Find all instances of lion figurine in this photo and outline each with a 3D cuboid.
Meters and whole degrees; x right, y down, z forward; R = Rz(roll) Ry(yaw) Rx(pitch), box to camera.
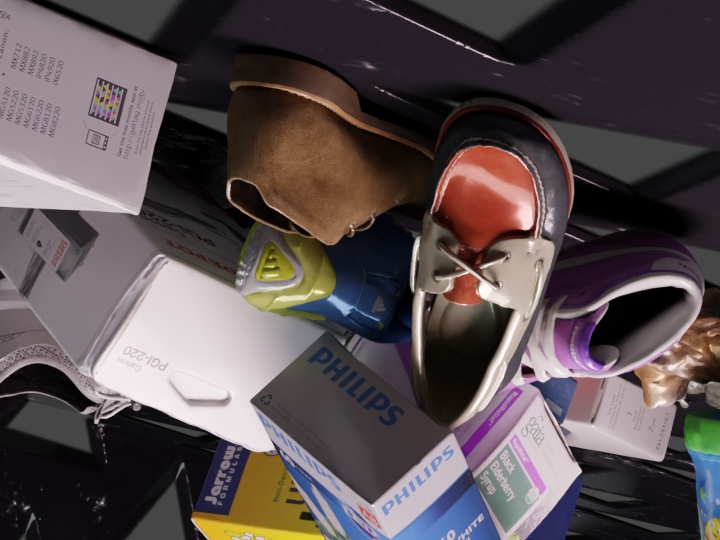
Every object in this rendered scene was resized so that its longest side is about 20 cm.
[{"bbox_3d":[0.244,0.045,1.692,0.122,0.073,0.200,17,166,-31],"label":"lion figurine"}]

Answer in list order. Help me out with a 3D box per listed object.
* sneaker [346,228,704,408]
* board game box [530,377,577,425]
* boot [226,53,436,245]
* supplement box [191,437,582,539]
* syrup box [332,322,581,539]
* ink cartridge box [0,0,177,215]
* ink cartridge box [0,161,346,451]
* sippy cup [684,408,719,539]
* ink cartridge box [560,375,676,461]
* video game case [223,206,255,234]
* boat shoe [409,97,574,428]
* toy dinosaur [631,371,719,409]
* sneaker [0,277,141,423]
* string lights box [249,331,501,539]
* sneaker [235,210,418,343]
[{"bbox_3d":[0.083,0.033,1.561,0.200,0.073,0.114,-23,-167,5],"label":"sneaker"},{"bbox_3d":[0.020,0.043,1.879,0.200,0.034,0.135,36,149,-24],"label":"board game box"},{"bbox_3d":[-0.012,-0.045,1.486,0.074,0.076,0.200,6,171,30],"label":"boot"},{"bbox_3d":[0.017,0.141,1.841,0.200,0.109,0.110,4,150,29],"label":"supplement box"},{"bbox_3d":[0.021,0.078,1.692,0.200,0.081,0.079,31,161,41],"label":"syrup box"},{"bbox_3d":[-0.224,-0.093,1.485,0.175,0.084,0.200,21,169,-40],"label":"ink cartridge box"},{"bbox_3d":[-0.120,0.002,1.668,0.146,0.085,0.200,26,-166,-39],"label":"ink cartridge box"},{"bbox_3d":[0.252,0.149,1.718,0.178,0.131,0.140,1,-179,-41],"label":"sippy cup"},{"bbox_3d":[0.081,0.070,1.977,0.200,0.045,0.176,8,166,39],"label":"ink cartridge box"},{"bbox_3d":[-0.048,0.033,1.846,0.181,0.026,0.200,-10,137,45],"label":"video game case"},{"bbox_3d":[0.057,-0.002,1.444,0.071,0.063,0.200,19,143,9],"label":"boat shoe"},{"bbox_3d":[0.251,0.073,1.945,0.200,0.048,0.088,3,160,41],"label":"toy dinosaur"},{"bbox_3d":[-0.141,0.063,1.838,0.200,0.082,0.075,5,149,9],"label":"sneaker"},{"bbox_3d":[0.022,0.130,1.564,0.103,0.059,0.200,38,163,37],"label":"string lights box"},{"bbox_3d":[0.000,0.000,1.582,0.105,0.076,0.200,25,-164,6],"label":"sneaker"}]
